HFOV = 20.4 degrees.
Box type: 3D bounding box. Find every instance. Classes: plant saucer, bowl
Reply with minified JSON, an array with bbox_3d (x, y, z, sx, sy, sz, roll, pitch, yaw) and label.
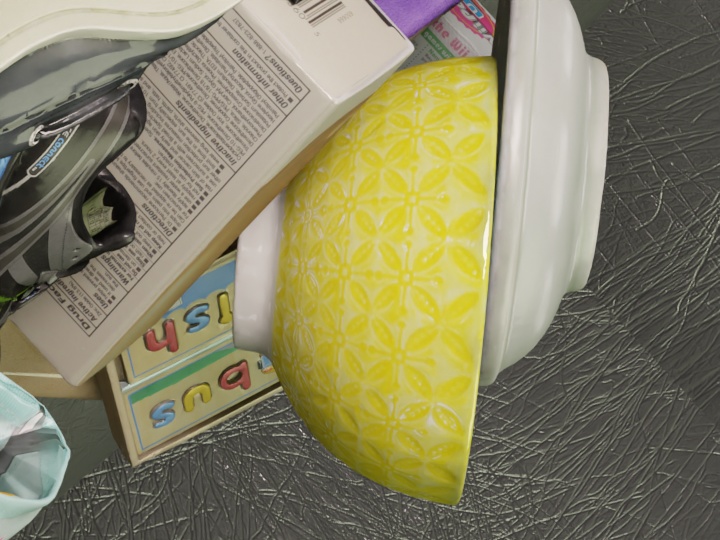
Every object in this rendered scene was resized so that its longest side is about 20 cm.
[{"bbox_3d":[0.082,-0.045,0.915,0.200,0.050,0.201,5,90,-89],"label":"plant saucer"},{"bbox_3d":[0.000,0.000,0.896,0.200,0.107,0.201,5,90,-89],"label":"bowl"}]

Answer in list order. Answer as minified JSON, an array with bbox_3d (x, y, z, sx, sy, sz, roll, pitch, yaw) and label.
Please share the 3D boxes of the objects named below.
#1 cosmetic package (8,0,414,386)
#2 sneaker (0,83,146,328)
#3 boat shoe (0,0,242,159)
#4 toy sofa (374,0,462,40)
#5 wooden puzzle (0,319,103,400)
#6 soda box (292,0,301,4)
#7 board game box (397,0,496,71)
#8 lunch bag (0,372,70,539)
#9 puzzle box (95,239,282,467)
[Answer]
[{"bbox_3d":[-0.083,-0.055,0.812,0.200,0.105,0.071,-43,178,37],"label":"cosmetic package"},{"bbox_3d":[-0.130,-0.009,0.768,0.083,0.071,0.200,3,144,-23],"label":"sneaker"},{"bbox_3d":[-0.102,-0.070,0.576,0.199,0.075,0.066,-40,179,-39],"label":"boat shoe"},{"bbox_3d":[-0.001,-0.138,0.896,0.200,0.083,0.098,-41,178,-38],"label":"toy sofa"},{"bbox_3d":[-0.103,-0.015,0.988,0.185,0.046,0.200,8,126,-48],"label":"wooden puzzle"},{"bbox_3d":[0.030,-0.187,0.764,0.200,0.063,0.071,-41,177,-31],"label":"soda box"},{"bbox_3d":[-0.008,-0.076,1.106,0.200,0.148,0.064,-43,176,26],"label":"board game box"},{"bbox_3d":[-0.198,0.079,0.604,0.170,0.122,0.200,-43,155,8],"label":"lunch bag"},{"bbox_3d":[-0.043,0.013,1.013,0.200,0.025,0.133,-28,146,-16],"label":"puzzle box"}]
